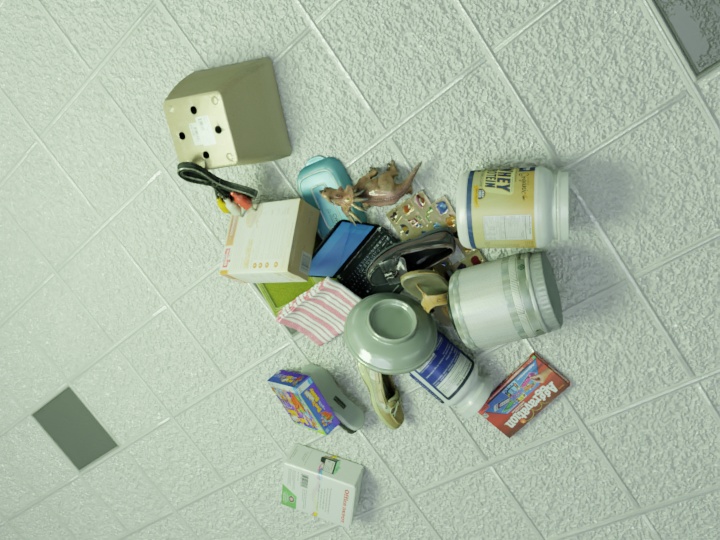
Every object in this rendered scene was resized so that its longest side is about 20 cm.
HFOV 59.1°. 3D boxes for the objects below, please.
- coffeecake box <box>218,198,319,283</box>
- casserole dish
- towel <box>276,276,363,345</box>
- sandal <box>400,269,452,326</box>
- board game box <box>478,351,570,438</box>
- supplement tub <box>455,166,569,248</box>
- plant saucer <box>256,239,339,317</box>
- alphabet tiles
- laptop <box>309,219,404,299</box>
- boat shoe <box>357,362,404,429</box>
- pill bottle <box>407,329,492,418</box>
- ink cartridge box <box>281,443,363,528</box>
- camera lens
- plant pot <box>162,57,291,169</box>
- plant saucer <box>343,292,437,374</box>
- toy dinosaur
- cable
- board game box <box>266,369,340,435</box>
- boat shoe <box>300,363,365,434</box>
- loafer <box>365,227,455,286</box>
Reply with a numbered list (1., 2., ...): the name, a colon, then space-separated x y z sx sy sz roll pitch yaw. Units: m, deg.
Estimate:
1. coffeecake box: -0.193 -0.058 1.336 0.196 0.073 0.157 -2 72 35
2. casserole dish: -0.065 -0.141 1.343 0.119 0.039 0.203 -17 107 26
3. towel: -0.078 0.098 1.412 0.145 0.030 0.199 32 134 -28
4. sandal: 0.155 0.065 1.303 0.079 0.055 0.200 -25 131 23
5. board game box: 0.353 0.276 1.392 0.102 0.019 0.201 37 120 -1
6. supplement tub: 0.283 -0.115 1.168 0.195 0.145 0.148 0 114 19
7. plant saucer: -0.168 0.006 1.440 0.197 0.048 0.203 -22 105 27
8. alphabet tiles: 0.143 -0.059 1.322 0.165 0.008 0.202 -29 101 29
9. laptop: 0.000 0.000 1.341 0.199 0.103 0.178 42 123 -2
10. boat shoe: 0.059 0.274 1.467 0.062 0.073 0.205 -18 99 30
11. pill bottle: 0.182 0.218 1.371 0.199 0.116 0.116 41 120 -2
12. ink cartridge box: -0.098 0.555 1.641 0.195 0.084 0.148 14 117 14
13. camera lens: 0.278 0.059 1.239 0.196 0.160 0.163 -16 107 25
14. plant pot: -0.278 -0.295 1.269 0.195 0.177 0.204 -3 113 21
15. plant saucer: 0.063 0.114 1.299 0.196 0.202 0.051 18 140 11
16. toy dinosaur: 0.031 -0.151 1.246 0.196 0.136 0.088 -11 110 22
17. cable: -0.277 -0.158 1.262 0.095 0.199 0.052 -5 74 23
18. board game box: -0.139 0.309 1.505 0.136 0.045 0.199 58 155 -11
19. boat shoe: -0.076 0.315 1.532 0.200 0.070 0.064 46 138 6
20. loafer: 0.101 -0.021 1.281 0.197 0.063 0.073 -27 122 9
